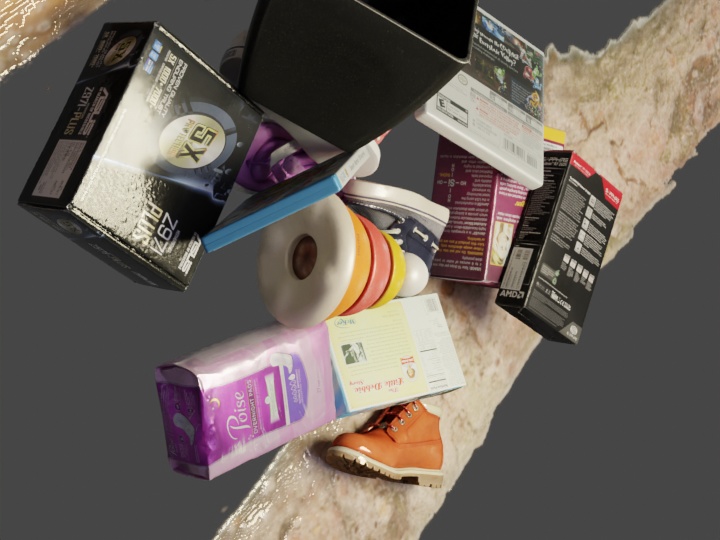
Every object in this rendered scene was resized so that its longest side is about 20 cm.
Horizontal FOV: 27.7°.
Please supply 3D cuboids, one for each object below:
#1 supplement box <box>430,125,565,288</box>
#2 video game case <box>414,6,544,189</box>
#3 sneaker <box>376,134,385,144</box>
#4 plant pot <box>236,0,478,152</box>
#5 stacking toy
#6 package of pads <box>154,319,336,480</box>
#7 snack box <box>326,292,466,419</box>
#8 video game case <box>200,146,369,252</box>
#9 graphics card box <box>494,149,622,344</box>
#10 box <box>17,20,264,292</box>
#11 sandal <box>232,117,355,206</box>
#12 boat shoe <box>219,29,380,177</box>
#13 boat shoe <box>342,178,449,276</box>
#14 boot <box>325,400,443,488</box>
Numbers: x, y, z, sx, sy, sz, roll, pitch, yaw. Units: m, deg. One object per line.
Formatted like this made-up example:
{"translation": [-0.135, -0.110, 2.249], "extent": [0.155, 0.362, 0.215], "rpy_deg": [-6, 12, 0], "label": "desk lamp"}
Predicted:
{"translation": [0.162, -0.082, 1.760], "extent": [0.130, 0.102, 0.203], "rpy_deg": [10, 87, -47], "label": "supplement box"}
{"translation": [0.138, -0.210, 1.647], "extent": [0.199, 0.023, 0.184], "rpy_deg": [26, 57, -37], "label": "video game case"}
{"translation": [0.024, -0.190, 1.598], "extent": [0.074, 0.086, 0.202], "rpy_deg": [51, 51, -36], "label": "sneaker"}
{"translation": [-0.015, -0.241, 1.415], "extent": [0.198, 0.178, 0.201], "rpy_deg": [28, 41, -13], "label": "plant pot"}
{"translation": [0.000, 0.000, 1.565], "extent": [0.199, 0.145, 0.148], "rpy_deg": [13, 86, -43], "label": "stacking toy"}
{"translation": [-0.114, 0.127, 1.520], "extent": [0.199, 0.075, 0.122], "rpy_deg": [-20, 108, -43], "label": "package of pads"}
{"translation": [0.029, 0.095, 1.664], "extent": [0.199, 0.037, 0.118], "rpy_deg": [-7, 76, -45], "label": "snack box"}
{"translation": [-0.069, -0.074, 1.419], "extent": [0.018, 0.142, 0.200], "rpy_deg": [64, 13, -9], "label": "video game case"}
{"translation": [0.239, -0.027, 1.737], "extent": [0.125, 0.050, 0.202], "rpy_deg": [32, 71, -45], "label": "graphics card box"}
{"translation": [-0.205, -0.108, 1.386], "extent": [0.164, 0.085, 0.202], "rpy_deg": [39, 68, -43], "label": "box"}
{"translation": [-0.068, -0.113, 1.553], "extent": [0.201, 0.049, 0.084], "rpy_deg": [12, 87, -47], "label": "sandal"}
{"translation": [-0.057, -0.176, 1.517], "extent": [0.199, 0.072, 0.066], "rpy_deg": [32, 47, -15], "label": "boat shoe"}
{"translation": [0.036, -0.042, 1.641], "extent": [0.199, 0.074, 0.094], "rpy_deg": [16, 87, -57], "label": "boat shoe"}
{"translation": [0.031, 0.191, 1.690], "extent": [0.199, 0.074, 0.109], "rpy_deg": [17, 79, -54], "label": "boot"}
